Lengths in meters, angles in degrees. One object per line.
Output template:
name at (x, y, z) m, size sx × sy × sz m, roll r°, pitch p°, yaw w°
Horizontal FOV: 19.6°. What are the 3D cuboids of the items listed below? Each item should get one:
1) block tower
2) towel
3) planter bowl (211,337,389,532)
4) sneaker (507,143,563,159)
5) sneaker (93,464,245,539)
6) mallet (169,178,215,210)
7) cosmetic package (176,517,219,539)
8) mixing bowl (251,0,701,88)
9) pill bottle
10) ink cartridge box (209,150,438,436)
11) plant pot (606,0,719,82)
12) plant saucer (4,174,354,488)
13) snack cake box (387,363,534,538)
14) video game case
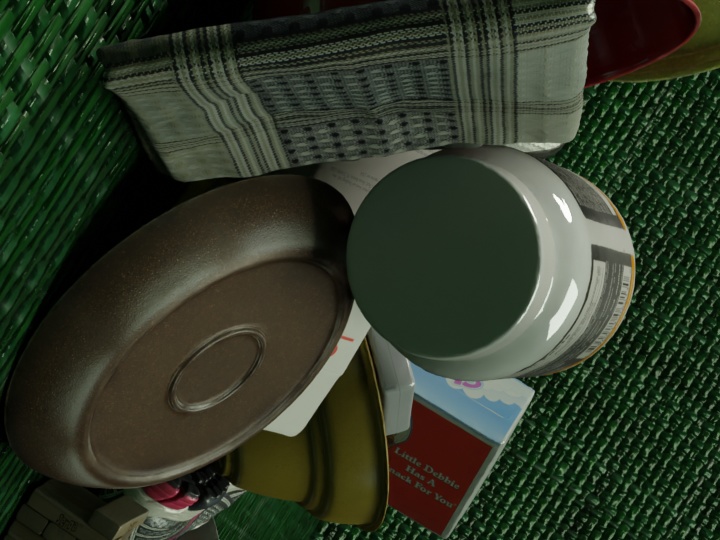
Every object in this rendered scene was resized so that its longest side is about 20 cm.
block tower at (-0.193, 0.204, 1.146) m, size 0.200 × 0.058 × 0.054 m, roll -58°, pitch 174°, yaw 9°
towel at (-0.002, -0.069, 0.864) m, size 0.200 × 0.192 × 0.035 m, roll 77°, pitch 5°, yaw -81°
planter bowl at (-0.056, 0.069, 1.245) m, size 0.083 × 0.201 × 0.200 m, roll -14°, pitch 158°, yaw -15°
sneaker at (0.084, -0.127, 1.195) m, size 0.076 × 0.088 × 0.200 m, roll -50°, pitch 135°, yaw -18°
sneaker at (-0.116, 0.126, 1.317) m, size 0.075 × 0.081 × 0.200 m, roll -42°, pitch 171°, yaw 14°
mallet at (-0.090, -0.023, 0.991) m, size 0.200 × 0.041 × 0.066 m, roll -55°, pitch 175°, yaw 3°
cosmetic package at (-0.126, 0.202, 1.347) m, size 0.200 × 0.051 × 0.083 m, roll -132°, pitch -122°, yaw -77°
mixing bowl at (0.039, -0.141, 0.902) m, size 0.200 × 0.200 × 0.109 m, roll 77°, pitch 4°, yaw -81°
pill bottle at (0.066, -0.003, 1.043) m, size 0.117 × 0.116 × 0.200 m, roll -60°, pitch 164°, yaw 7°
ink cartridge box at (-0.033, -0.017, 1.111) m, size 0.116 × 0.067 × 0.200 m, roll 22°, pitch 100°, yaw -54°
plant pot at (0.135, -0.227, 0.993) m, size 0.200 × 0.200 × 0.190 m, roll -55°, pitch 137°, yaw -31°
plant saucer at (-0.075, 0.039, 1.000) m, size 0.200 × 0.032 × 0.200 m, roll -30°, pitch 150°, yaw -20°
snack cake box at (0.006, 0.085, 1.454) m, size 0.067 × 0.200 × 0.115 m, roll -52°, pitch 171°, yaw -47°
video game case at (0.000, 0.000, 1.273) m, size 0.022 × 0.182 × 0.200 m, roll -14°, pitch 169°, yaw -3°
